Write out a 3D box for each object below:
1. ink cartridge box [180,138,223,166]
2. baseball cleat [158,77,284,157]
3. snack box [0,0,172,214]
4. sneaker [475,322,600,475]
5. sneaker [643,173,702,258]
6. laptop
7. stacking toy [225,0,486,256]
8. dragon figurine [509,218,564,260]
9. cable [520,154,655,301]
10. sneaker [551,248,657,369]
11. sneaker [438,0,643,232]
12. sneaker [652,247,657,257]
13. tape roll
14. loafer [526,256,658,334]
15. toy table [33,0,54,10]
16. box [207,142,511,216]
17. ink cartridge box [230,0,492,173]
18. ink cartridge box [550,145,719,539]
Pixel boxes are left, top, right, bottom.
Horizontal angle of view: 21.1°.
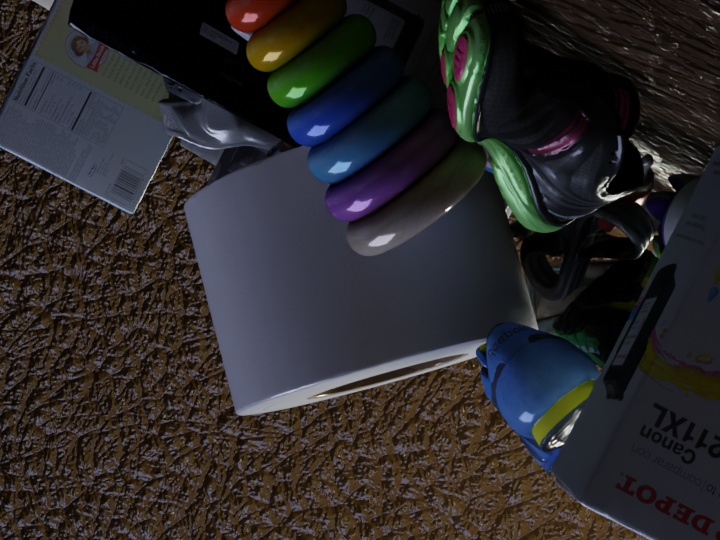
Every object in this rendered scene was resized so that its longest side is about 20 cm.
[{"bbox_3d":[-0.015,-0.111,1.453,0.199,0.146,0.084,29,-177,25],"label":"ink cartridge box"},{"bbox_3d":[-0.126,-0.152,1.301,0.199,0.107,0.070,38,-163,3],"label":"baseball cleat"},{"bbox_3d":[-0.166,-0.155,1.356,0.115,0.201,0.037,27,-175,-15],"label":"snack box"},{"bbox_3d":[0.112,0.071,1.168,0.079,0.066,0.200,49,180,16],"label":"sneaker"},{"bbox_3d":[0.203,-0.020,1.155,0.199,0.081,0.146,18,-176,-43],"label":"sneaker"},{"bbox_3d":[-0.106,-0.174,1.231,0.176,0.202,0.103,26,146,-24],"label":"laptop"},{"bbox_3d":[-0.024,-0.108,0.980,0.201,0.085,0.085,53,177,-10],"label":"stacking toy"},{"bbox_3d":[0.145,-0.068,1.285,0.059,0.100,0.199,26,-159,25],"label":"dragon figurine"},{"bbox_3d":[0.141,-0.029,1.158,0.097,0.050,0.200,47,165,21],"label":"cable"},{"bbox_3d":[0.174,0.048,1.164,0.085,0.078,0.200,48,-174,-15],"label":"sneaker"},{"bbox_3d":[0.091,-0.086,0.947,0.083,0.078,0.200,-14,156,16],"label":"sneaker"},{"bbox_3d":[0.305,0.015,1.334,0.199,0.073,0.114,16,-179,-13],"label":"sneaker"},{"bbox_3d":[0.000,0.000,1.223,0.201,0.141,0.203,-15,173,-2],"label":"tape roll"},{"bbox_3d":[0.204,0.000,1.299,0.198,0.064,0.072,-15,169,17],"label":"loafer"},{"bbox_3d":[-0.170,-0.192,1.496,0.116,0.185,0.200,9,157,35],"label":"toy table"},{"bbox_3d":[0.016,-0.084,1.353,0.199,0.160,0.048,27,-178,6],"label":"box"},{"bbox_3d":[0.005,-0.130,1.091,0.199,0.068,0.116,29,-178,13],"label":"ink cartridge box"},{"bbox_3d":[0.210,0.058,1.003,0.145,0.201,0.083,27,-178,-7],"label":"ink cartridge box"}]
